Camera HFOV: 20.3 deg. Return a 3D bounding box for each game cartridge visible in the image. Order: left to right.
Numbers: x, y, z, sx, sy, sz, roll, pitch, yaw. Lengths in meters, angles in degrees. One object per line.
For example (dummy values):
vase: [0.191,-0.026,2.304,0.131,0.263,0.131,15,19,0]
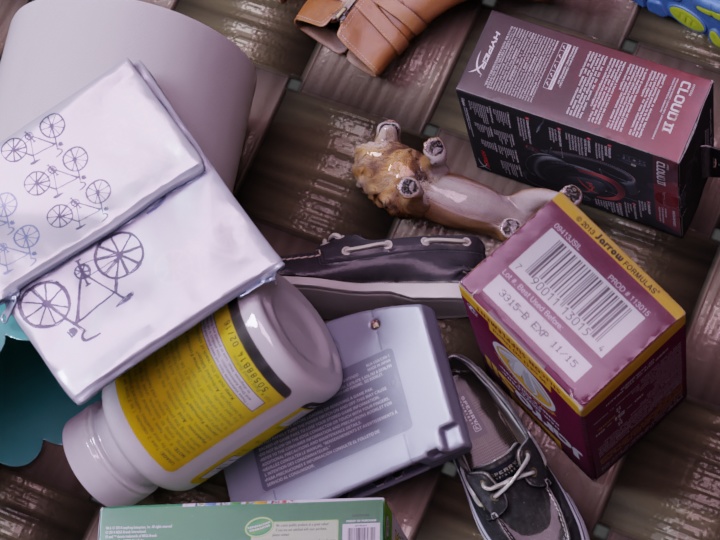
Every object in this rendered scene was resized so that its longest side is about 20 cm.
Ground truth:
game cartridge: [-0.019,0.108,1.514,0.200,0.040,0.134,-25,69,23]

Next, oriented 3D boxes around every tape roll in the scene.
tape roll: [-0.191,-0.109,1.569,0.202,0.203,0.139,8,71,12]

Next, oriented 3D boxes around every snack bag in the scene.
snack bag: [-0.183,-0.027,1.428,0.188,0.021,0.200,-34,77,-9]

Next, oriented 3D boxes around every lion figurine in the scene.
lion figurine: [0.085,-0.054,1.564,0.200,0.122,0.073,27,81,2]

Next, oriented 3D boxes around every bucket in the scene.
bucket: [-0.277,0.049,1.528,0.207,0.207,0.135,-30,66,-2]

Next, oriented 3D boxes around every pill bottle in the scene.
pill bottle: [-0.121,0.095,1.492,0.200,0.111,0.111,-34,66,18]

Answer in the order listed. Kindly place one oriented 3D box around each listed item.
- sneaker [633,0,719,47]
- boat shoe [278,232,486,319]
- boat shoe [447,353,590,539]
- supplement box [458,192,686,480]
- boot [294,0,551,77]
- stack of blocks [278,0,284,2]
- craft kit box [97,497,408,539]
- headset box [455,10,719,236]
sneaker: [0.270,-0.246,1.620,0.199,0.071,0.083,35,65,19]
boat shoe: [0.000,0.000,1.563,0.200,0.074,0.060,0,69,7]
boat shoe: [0.103,0.151,1.488,0.072,0.071,0.200,-33,67,-3]
supplement box: [0.156,0.051,1.447,0.103,0.200,0.131,-42,68,-7]
boot: [0.055,-0.224,1.635,0.200,0.077,0.155,30,75,22]
stack of blocks: [-0.030,-0.335,1.674,0.059,0.115,0.200,38,79,20]
craft kit box: [-0.065,0.208,1.428,0.200,0.198,0.049,-3,66,8]
headset box: [0.184,-0.107,1.531,0.200,0.149,0.075,20,74,17]
